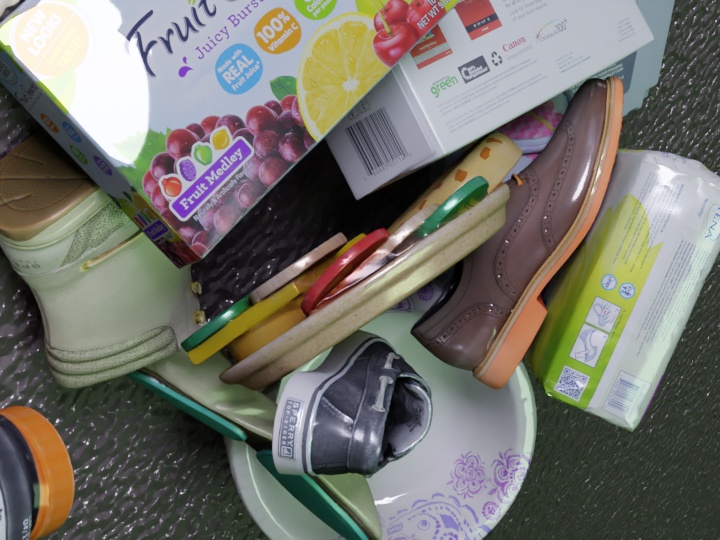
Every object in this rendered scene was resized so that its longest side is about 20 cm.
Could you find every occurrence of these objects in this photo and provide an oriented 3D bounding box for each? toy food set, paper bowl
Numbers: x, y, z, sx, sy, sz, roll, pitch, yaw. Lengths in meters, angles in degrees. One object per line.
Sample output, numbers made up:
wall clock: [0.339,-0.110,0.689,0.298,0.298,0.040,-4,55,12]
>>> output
toy food set: [0.000,0.000,0.949,0.200,0.049,0.198,-33,-179,28]
paper bowl: [0.008,0.092,1.126,0.199,0.104,0.202,-3,107,-9]

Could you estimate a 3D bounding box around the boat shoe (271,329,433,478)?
boat shoe: [0.008,0.076,0.952,0.200,0.067,0.072,-12,110,-78]

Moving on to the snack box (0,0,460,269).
snack box: [-0.062,-0.121,0.829,0.200,0.142,0.053,-47,-172,-18]

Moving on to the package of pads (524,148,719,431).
package of pads: [0.159,0.003,1.041,0.200,0.068,0.155,-89,-157,-85]

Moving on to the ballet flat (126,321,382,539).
ballet flat: [-0.051,0.087,1.032,0.200,0.069,0.070,39,84,-17]

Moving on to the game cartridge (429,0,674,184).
game cartridge: [0.133,-0.141,1.183,0.199,0.042,0.134,-26,137,-28]

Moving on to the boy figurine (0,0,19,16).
boy figurine: [-0.190,-0.121,0.711,0.201,0.064,0.124,-57,154,-6]

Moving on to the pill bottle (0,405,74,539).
pill bottle: [-0.236,0.123,0.841,0.199,0.106,0.107,-15,131,-50]

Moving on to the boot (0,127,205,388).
boot: [-0.101,-0.036,0.924,0.200,0.072,0.155,-37,145,-22]

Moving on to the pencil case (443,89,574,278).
pencil case: [0.090,-0.037,1.140,0.090,0.083,0.201,-6,134,-12]

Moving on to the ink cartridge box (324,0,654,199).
ink cartridge box: [0.046,-0.164,0.973,0.200,0.176,0.084,-29,-177,-39]

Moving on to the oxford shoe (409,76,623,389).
oxford shoe: [0.096,-0.032,1.029,0.071,0.073,0.201,-121,-123,-86]
